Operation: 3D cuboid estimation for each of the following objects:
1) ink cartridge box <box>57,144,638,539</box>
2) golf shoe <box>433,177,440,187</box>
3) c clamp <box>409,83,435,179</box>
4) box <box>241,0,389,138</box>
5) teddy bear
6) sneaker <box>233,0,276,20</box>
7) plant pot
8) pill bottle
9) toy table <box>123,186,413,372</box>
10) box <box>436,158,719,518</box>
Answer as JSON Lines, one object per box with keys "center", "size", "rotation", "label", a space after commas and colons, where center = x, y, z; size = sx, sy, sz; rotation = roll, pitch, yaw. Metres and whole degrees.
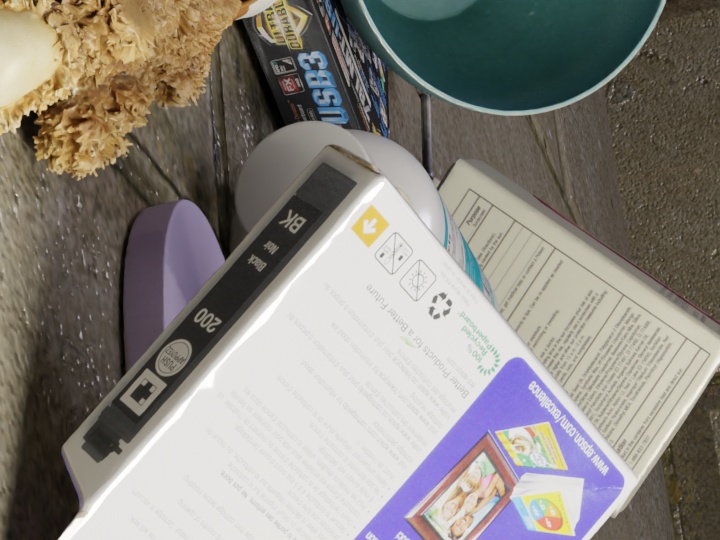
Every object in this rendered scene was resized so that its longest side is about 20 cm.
{"center": [-0.014, 0.092, 0.751], "size": [0.043, 0.200, 0.198], "rotation": [29, -15, 52], "label": "ink cartridge box"}
{"center": [0.071, -0.019, 1.466], "size": [0.200, 0.075, 0.092], "rotation": [19, 57, -77], "label": "golf shoe"}
{"center": [0.022, -0.184, 1.294], "size": [0.201, 0.027, 0.172], "rotation": [65, 17, -52], "label": "c clamp"}
{"center": [-0.028, -0.164, 1.209], "size": [0.201, 0.049, 0.200], "rotation": [66, 18, -47], "label": "box"}
{"center": [-0.115, -0.107, 0.777], "size": [0.146, 0.066, 0.200], "rotation": [65, 23, -17], "label": "teddy bear"}
{"center": [-0.019, -0.188, 0.977], "size": [0.073, 0.200, 0.085], "rotation": [42, 26, -1], "label": "sneaker"}
{"center": [0.062, -0.191, 1.160], "size": [0.135, 0.199, 0.202], "rotation": [-163, -122, -70], "label": "plant pot"}
{"center": [0.000, 0.000, 1.046], "size": [0.200, 0.110, 0.112], "rotation": [55, 27, -60], "label": "pill bottle"}
{"center": [-0.025, 0.061, 0.874], "size": [0.184, 0.116, 0.202], "rotation": [-2, 81, -77], "label": "toy table"}
{"center": [0.113, 0.038, 1.248], "size": [0.199, 0.128, 0.109], "rotation": [35, 9, 8], "label": "box"}
